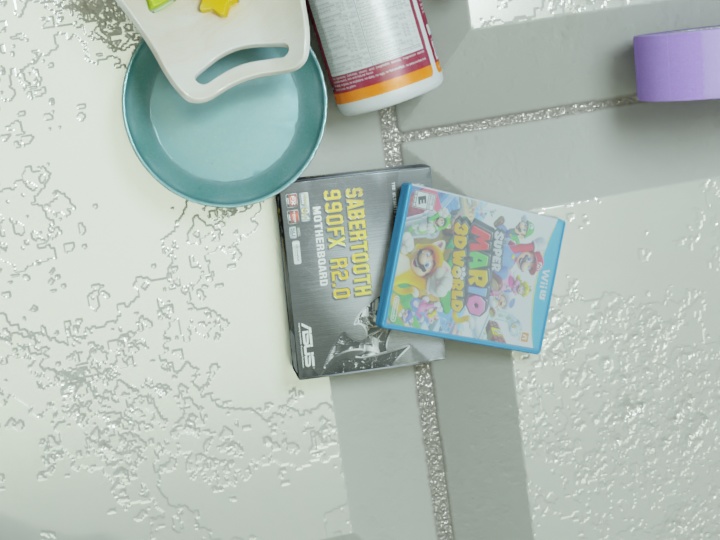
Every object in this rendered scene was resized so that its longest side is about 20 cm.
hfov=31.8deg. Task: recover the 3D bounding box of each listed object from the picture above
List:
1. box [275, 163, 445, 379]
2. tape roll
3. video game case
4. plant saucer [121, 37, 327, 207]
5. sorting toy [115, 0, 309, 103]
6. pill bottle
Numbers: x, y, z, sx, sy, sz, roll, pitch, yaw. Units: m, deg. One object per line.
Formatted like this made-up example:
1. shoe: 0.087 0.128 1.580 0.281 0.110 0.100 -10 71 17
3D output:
1. box: 0.000 0.000 1.284 0.156 0.048 0.203 -6 100 -9
2. tape roll: 0.371 -0.210 1.242 0.198 0.200 0.066 -8 101 -9
3. video game case: 0.115 0.001 1.285 0.198 0.018 0.145 11 90 -30
4. plant saucer: -0.131 -0.161 1.230 0.197 0.036 0.203 0 90 -7
5. sorting toy: -0.132 -0.252 1.163 0.198 0.107 0.182 -19 80 -7
6. pill bottle: 0.002 -0.259 1.213 0.108 0.110 0.202 -19 101 -7
